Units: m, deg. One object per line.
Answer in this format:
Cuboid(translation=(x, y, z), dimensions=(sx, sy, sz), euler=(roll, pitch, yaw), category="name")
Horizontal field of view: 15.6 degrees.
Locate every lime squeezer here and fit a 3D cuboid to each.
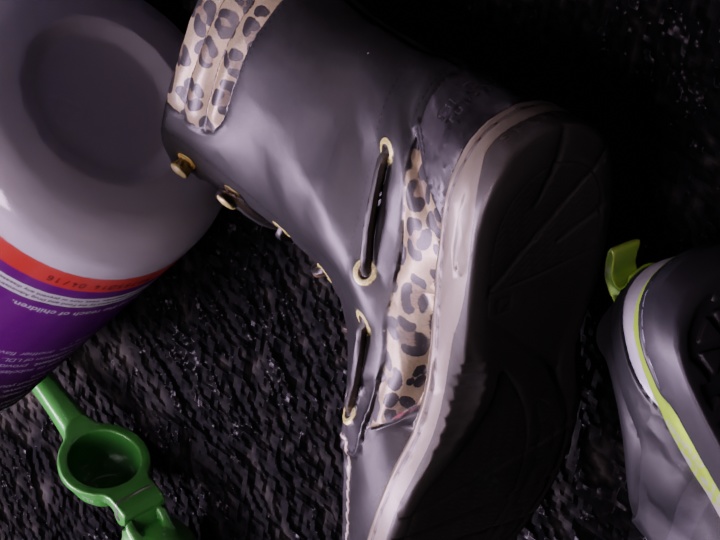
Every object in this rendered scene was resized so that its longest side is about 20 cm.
Cuboid(translation=(-0.093, 0.093, 1.030), dimensions=(0.201, 0.038, 0.071), euler=(62, 169, 0), category="lime squeezer")

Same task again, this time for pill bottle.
Cuboid(translation=(-0.137, -0.015, 0.952), dimensions=(0.113, 0.112, 0.200), euler=(58, 137, 6), category="pill bottle")

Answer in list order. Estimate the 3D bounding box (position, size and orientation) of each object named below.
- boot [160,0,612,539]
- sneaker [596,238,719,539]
Cuboid(translation=(0.000, 0.000, 0.844), dimensions=(0.151, 0.073, 0.201), euler=(43, 140, 34), category="boot")
Cuboid(translation=(0.126, 0.082, 0.787), dimensions=(0.083, 0.071, 0.201), euler=(-15, 95, 68), category="sneaker")
